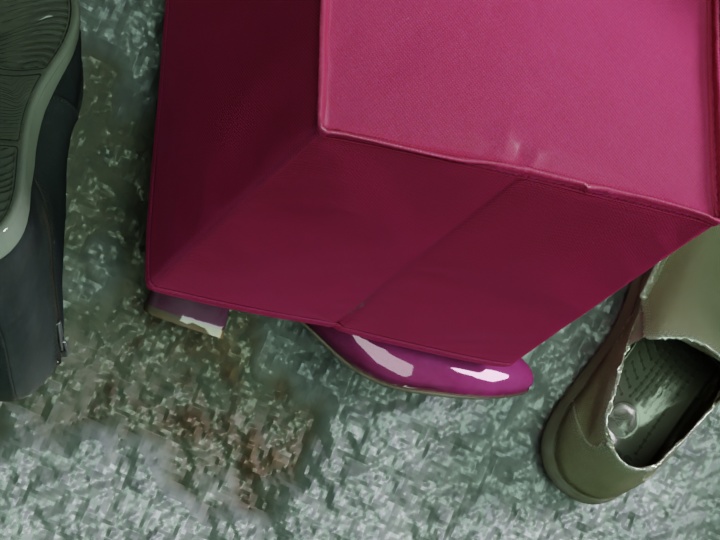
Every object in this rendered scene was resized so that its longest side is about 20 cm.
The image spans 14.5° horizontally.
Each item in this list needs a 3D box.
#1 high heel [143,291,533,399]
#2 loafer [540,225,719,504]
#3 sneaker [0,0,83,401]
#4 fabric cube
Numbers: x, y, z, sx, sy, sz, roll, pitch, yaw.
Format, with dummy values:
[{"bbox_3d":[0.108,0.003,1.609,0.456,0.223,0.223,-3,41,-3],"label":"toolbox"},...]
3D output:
[{"bbox_3d":[0.000,0.000,1.358,0.200,0.067,0.096,15,96,-17],"label":"high heel"},{"bbox_3d":[0.168,0.033,1.425,0.076,0.068,0.200,33,80,-18],"label":"loafer"},{"bbox_3d":[-0.164,-0.041,1.281,0.075,0.200,0.106,0,135,9],"label":"sneaker"},{"bbox_3d":[0.033,-0.093,1.273,0.200,0.199,0.197,13,65,-22],"label":"fabric cube"}]
